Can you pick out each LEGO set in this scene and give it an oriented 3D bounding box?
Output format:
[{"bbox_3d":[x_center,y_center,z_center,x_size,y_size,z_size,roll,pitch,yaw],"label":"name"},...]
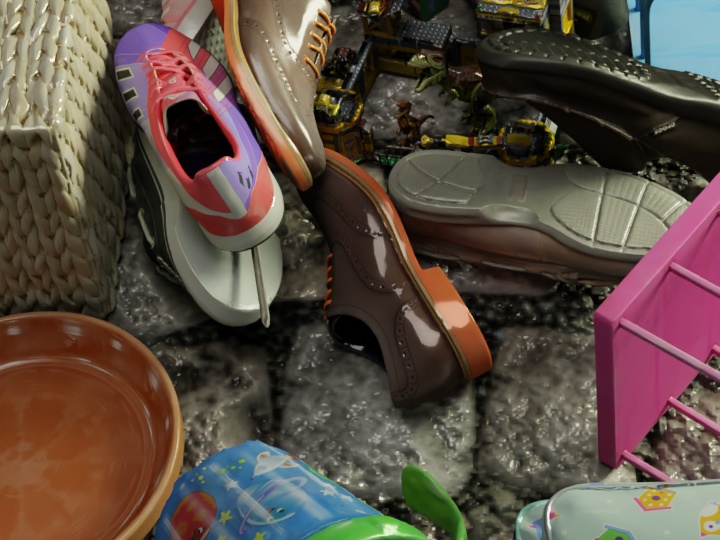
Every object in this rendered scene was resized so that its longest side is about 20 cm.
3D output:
[{"bbox_3d":[0.054,-0.139,1.255,0.199,0.116,0.154,18,56,22],"label":"LEGO set"}]

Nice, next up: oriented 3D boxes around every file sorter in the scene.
[{"bbox_3d":[0.238,0.029,1.074,0.125,0.139,0.200,30,61,28],"label":"file sorter"},{"bbox_3d":[0.245,-0.213,1.282,0.138,0.123,0.201,-4,50,6],"label":"file sorter"}]

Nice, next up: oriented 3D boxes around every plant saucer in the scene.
[{"bbox_3d":[-0.202,0.112,1.149,0.199,0.032,0.201,-5,50,6],"label":"plant saucer"}]

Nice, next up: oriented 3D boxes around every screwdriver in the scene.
[{"bbox_3d":[-0.070,-0.032,1.187,0.028,0.029,0.201,13,43,-22],"label":"screwdriver"}]

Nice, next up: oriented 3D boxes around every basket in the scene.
[{"bbox_3d":[-0.240,-0.093,1.217,0.160,0.201,0.199,-3,51,4],"label":"basket"}]

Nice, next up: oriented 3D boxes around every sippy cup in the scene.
[{"bbox_3d":[-0.040,0.162,1.025,0.130,0.177,0.140,40,110,45],"label":"sippy cup"}]

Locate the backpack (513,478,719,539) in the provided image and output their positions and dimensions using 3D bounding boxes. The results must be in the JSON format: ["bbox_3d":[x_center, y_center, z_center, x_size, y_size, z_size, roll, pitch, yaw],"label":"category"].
[{"bbox_3d":[0.160,0.202,0.940,0.175,0.154,0.201,-2,58,2],"label":"backpack"}]

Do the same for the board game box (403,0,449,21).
[{"bbox_3d":[-0.019,-0.276,1.371,0.029,0.135,0.200,-36,55,-20],"label":"board game box"}]

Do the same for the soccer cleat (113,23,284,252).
[{"bbox_3d":[-0.107,-0.099,1.183,0.068,0.073,0.200,-30,51,-1],"label":"soccer cleat"}]

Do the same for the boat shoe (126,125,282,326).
[{"bbox_3d":[-0.103,-0.026,1.227,0.070,0.064,0.200,8,38,-27],"label":"boat shoe"}]

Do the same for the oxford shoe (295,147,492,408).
[{"bbox_3d":[0.000,0.000,1.184,0.072,0.071,0.200,-30,52,-8],"label":"oxford shoe"}]

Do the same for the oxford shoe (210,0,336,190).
[{"bbox_3d":[-0.048,-0.143,1.227,0.073,0.071,0.201,-19,62,1],"label":"oxford shoe"}]

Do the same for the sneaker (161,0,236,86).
[{"bbox_3d":[-0.118,-0.192,1.360,0.104,0.076,0.201,12,51,21],"label":"sneaker"}]

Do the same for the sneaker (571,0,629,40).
[{"bbox_3d":[0.122,-0.216,1.342,0.074,0.085,0.200,-26,32,-4],"label":"sneaker"}]

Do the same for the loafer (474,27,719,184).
[{"bbox_3d":[0.158,-0.093,1.187,0.199,0.072,0.073,14,20,-16],"label":"loafer"}]

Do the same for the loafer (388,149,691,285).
[{"bbox_3d":[0.115,-0.026,1.195,0.199,0.063,0.072,12,48,15],"label":"loafer"}]
